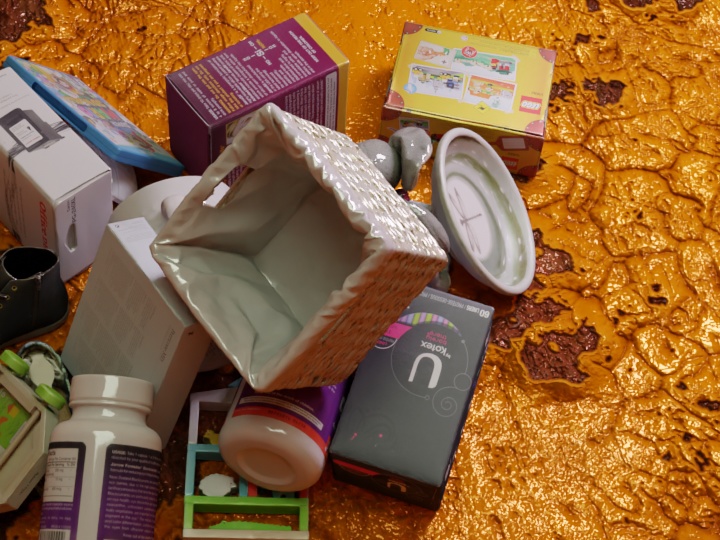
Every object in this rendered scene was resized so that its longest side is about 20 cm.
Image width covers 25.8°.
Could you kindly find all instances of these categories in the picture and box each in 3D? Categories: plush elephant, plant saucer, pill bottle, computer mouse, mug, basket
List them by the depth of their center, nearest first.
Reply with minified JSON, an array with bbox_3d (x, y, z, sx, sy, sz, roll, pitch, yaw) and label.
[{"bbox_3d":[-0.054,-0.016,1.503,0.200,0.198,0.160,50,21,24],"label":"basket"},{"bbox_3d":[-0.251,0.207,1.527,0.110,0.111,0.202,5,78,-1],"label":"pill bottle"},{"bbox_3d":[-0.066,0.119,1.622,0.111,0.113,0.201,16,54,7],"label":"pill bottle"},{"bbox_3d":[-0.182,0.000,1.673,0.146,0.201,0.177,-14,63,-10],"label":"mug"},{"bbox_3d":[0.012,-0.066,1.675,0.163,0.200,0.156,-5,70,0],"label":"plush elephant"},{"bbox_3d":[0.128,-0.061,1.786,0.050,0.200,0.202,-22,47,30],"label":"plant saucer"},{"bbox_3d":[-0.322,-0.152,1.843,0.200,0.110,0.044,43,100,17],"label":"computer mouse"}]

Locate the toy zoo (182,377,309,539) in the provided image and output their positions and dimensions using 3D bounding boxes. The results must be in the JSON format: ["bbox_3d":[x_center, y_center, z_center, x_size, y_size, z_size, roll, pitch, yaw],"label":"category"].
[{"bbox_3d":[-0.117,0.194,1.645,0.130,0.021,0.202,2,54,-4],"label":"toy zoo"}]

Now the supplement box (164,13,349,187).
[{"bbox_3d":[-0.121,-0.195,1.864,0.199,0.132,0.103,-28,59,-24],"label":"supplement box"}]

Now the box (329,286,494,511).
[{"bbox_3d":[0.054,0.128,1.629,0.121,0.106,0.202,16,69,7],"label":"box"}]

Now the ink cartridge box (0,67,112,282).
[{"bbox_3d":[-0.365,-0.105,1.766,0.083,0.146,0.200,-33,62,-28],"label":"ink cartridge box"}]

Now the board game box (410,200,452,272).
[{"bbox_3d":[0.000,0.000,1.784,0.198,0.044,0.200,12,53,4],"label":"board game box"}]

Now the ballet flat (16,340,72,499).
[{"bbox_3d":[-0.321,0.158,1.625,0.074,0.075,0.201,-17,57,-17],"label":"ballet flat"}]

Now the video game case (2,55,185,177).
[{"bbox_3d":[-0.311,-0.180,1.842,0.200,0.143,0.018,39,101,23],"label":"video game case"}]

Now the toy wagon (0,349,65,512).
[{"bbox_3d":[-0.388,0.157,1.601,0.200,0.040,0.156,35,86,37],"label":"toy wagon"}]

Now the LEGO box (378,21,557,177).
[{"bbox_3d":[0.133,-0.211,1.930,0.198,0.077,0.150,12,54,3],"label":"LEGO box"}]

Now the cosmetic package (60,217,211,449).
[{"bbox_3d":[-0.230,0.071,1.614,0.051,0.201,0.151,-12,52,-40],"label":"cosmetic package"}]

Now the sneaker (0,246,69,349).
[{"bbox_3d":[-0.410,0.040,1.679,0.199,0.107,0.075,-26,60,-22],"label":"sneaker"}]
